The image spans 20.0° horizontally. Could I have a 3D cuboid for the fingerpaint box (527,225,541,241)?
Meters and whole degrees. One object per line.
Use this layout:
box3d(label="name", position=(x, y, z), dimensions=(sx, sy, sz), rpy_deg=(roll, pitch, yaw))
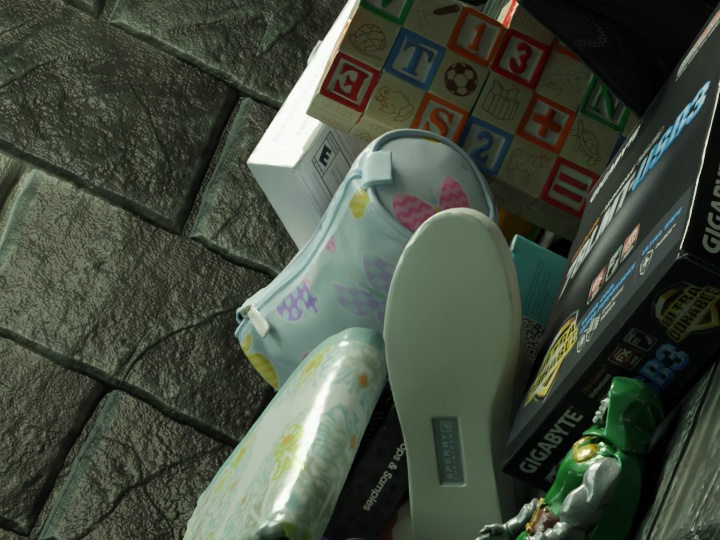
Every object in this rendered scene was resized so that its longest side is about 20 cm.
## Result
box3d(label="fingerpaint box", position=(0.084, -0.033, 1.559), dimensions=(0.200, 0.073, 0.167), rpy_deg=(-63, 6, 19))

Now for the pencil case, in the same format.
box3d(label="pencil case", position=(0.000, 0.000, 1.198), dimensions=(0.200, 0.091, 0.083), rpy_deg=(-49, 16, 49))

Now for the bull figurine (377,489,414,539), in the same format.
box3d(label="bull figurine", position=(0.031, 0.174, 1.147), dimensions=(0.121, 0.065, 0.201), rpy_deg=(-49, 18, 57))

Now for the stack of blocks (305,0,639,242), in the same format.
box3d(label="stack of blocks", position=(0.082, -0.106, 1.206), dimensions=(0.059, 0.199, 0.116), rpy_deg=(138, 157, -78))

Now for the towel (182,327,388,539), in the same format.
box3d(label="towel", position=(-0.057, 0.143, 1.141), dimensions=(0.200, 0.048, 0.171), rpy_deg=(-53, 11, 38))

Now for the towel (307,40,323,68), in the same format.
box3d(label="towel", position=(-0.020, -0.054, 1.378), dimensions=(0.147, 0.024, 0.201), rpy_deg=(-76, -14, -79))

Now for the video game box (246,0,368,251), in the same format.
box3d(label="video game box", position=(0.021, -0.069, 1.324), dimensions=(0.182, 0.047, 0.200), rpy_deg=(-58, -41, -27))

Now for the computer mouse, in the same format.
box3d(label="computer mouse", position=(0.128, -0.147, 1.069), dimensions=(0.053, 0.200, 0.139), rpy_deg=(-37, 28, 34))

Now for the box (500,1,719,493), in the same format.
box3d(label="box", position=(0.146, -0.016, 0.986), dimensions=(0.200, 0.050, 0.199), rpy_deg=(121, 171, -51))

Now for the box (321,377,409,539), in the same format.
box3d(label="box", position=(0.012, 0.100, 1.182), dimensions=(0.200, 0.036, 0.143), rpy_deg=(-59, 6, -9))

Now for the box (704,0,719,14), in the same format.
box3d(label="box", position=(0.203, -0.240, 1.166), dimensions=(0.200, 0.104, 0.148), rpy_deg=(-62, 5, 25))

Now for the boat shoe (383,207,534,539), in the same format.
box3d(label="boat shoe", position=(0.061, 0.063, 1.056), dimensions=(0.068, 0.072, 0.201), rpy_deg=(-35, -62, -65))

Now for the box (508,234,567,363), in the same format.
box3d(label="box", position=(0.077, 0.057, 1.317), dimensions=(0.200, 0.049, 0.083), rpy_deg=(125, 168, -63))

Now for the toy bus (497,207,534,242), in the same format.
box3d(label="toy bus", position=(0.129, -0.105, 1.363), dimensions=(0.065, 0.078, 0.201), rpy_deg=(48, -122, -47))

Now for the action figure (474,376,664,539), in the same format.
box3d(label="action figure", position=(0.078, 0.137, 0.919), dimensions=(0.200, 0.055, 0.118), rpy_deg=(-60, 2, 5))
